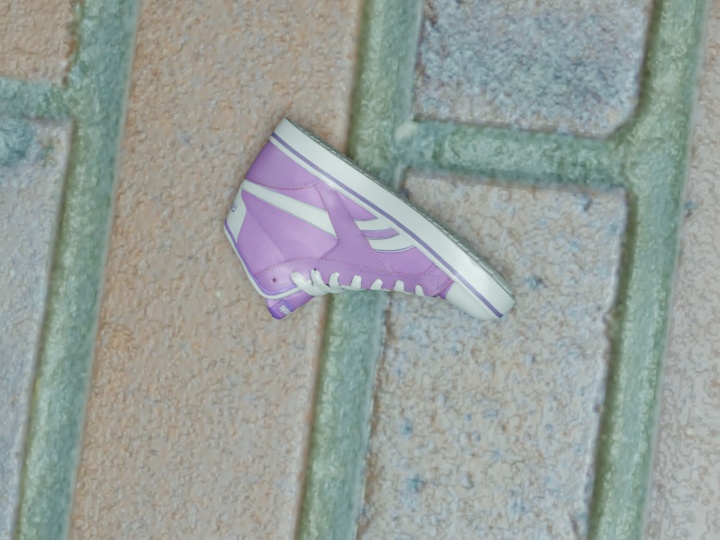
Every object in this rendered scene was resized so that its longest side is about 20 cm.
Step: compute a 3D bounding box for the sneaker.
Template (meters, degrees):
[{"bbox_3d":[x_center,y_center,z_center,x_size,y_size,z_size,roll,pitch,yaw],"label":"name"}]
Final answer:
[{"bbox_3d":[0.000,0.000,1.677,0.200,0.073,0.115,34,93,20],"label":"sneaker"}]
